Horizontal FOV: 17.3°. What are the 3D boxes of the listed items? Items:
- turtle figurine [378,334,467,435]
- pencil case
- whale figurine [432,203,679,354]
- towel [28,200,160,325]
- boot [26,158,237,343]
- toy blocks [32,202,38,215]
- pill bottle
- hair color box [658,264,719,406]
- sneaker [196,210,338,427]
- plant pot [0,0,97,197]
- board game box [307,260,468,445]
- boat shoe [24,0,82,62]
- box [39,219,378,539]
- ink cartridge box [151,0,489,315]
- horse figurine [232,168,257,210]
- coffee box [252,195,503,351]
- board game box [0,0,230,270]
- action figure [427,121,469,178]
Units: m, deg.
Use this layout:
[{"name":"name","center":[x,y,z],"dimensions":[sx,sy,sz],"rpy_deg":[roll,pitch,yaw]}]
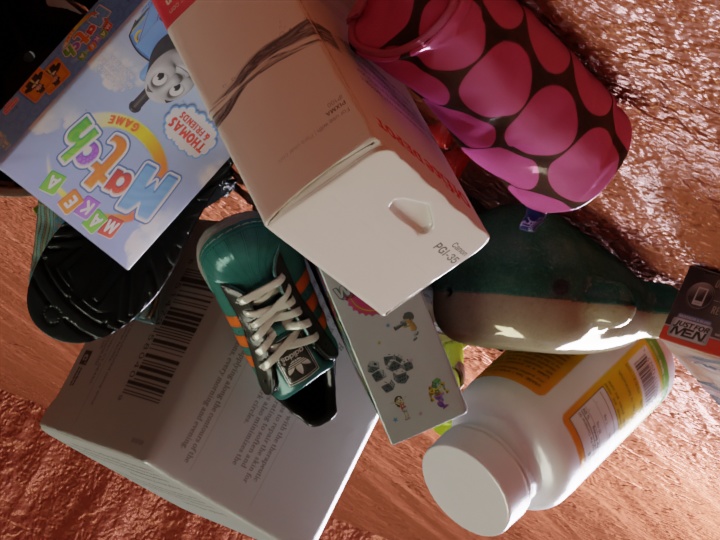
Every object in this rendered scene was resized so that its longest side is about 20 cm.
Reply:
[{"name":"turtle figurine","center":[0.076,0.050,1.872],"dimensions":[0.199,0.162,0.065],"rpy_deg":[16,147,11]},{"name":"pencil case","center":[0.071,-0.107,1.349],"dimensions":[0.093,0.091,0.200],"rpy_deg":[11,159,41]},{"name":"whale figurine","center":[0.148,0.008,1.694],"dimensions":[0.199,0.105,0.159],"rpy_deg":[4,178,-27]},{"name":"towel","center":[-0.198,-0.069,1.790],"dimensions":[0.146,0.202,0.022],"rpy_deg":[12,-170,43]},{"name":"boot","center":[-0.146,-0.035,1.599],"dimensions":[0.076,0.201,0.168],"rpy_deg":[36,176,-3]},{"name":"toy blocks","center":[-0.231,-0.096,1.906],"dimensions":[0.200,0.100,0.137],"rpy_deg":[51,170,9]},{"name":"pill bottle","center":[0.138,0.108,1.772],"dimensions":[0.111,0.200,0.112],"rpy_deg":[29,140,28]},{"name":"hair color box","center":[0.304,0.075,1.688],"dimensions":[0.110,0.064,0.200],"rpy_deg":[17,164,35]},{"name":"sneaker","center":[-0.053,0.036,1.629],"dimensions":[0.080,0.071,0.200],"rpy_deg":[62,179,35]},{"name":"plant pot","center":[-0.221,-0.138,1.573],"dimensions":[0.199,0.201,0.198],"rpy_deg":[25,175,-1]},{"name":"board game box","center":[0.000,0.000,1.639],"dimensions":[0.148,0.064,0.201],"rpy_deg":[-123,10,-70]},{"name":"boat shoe","center":[-0.271,-0.188,1.709],"dimensions":[0.071,0.068,0.200],"rpy_deg":[11,161,48]},{"name":"box","center":[-0.102,0.084,1.822],"dimensions":[0.171,0.200,0.200],"rpy_deg":[33,168,-29]},{"name":"ink cartridge box","center":[-0.026,-0.092,1.341],"dimensions":[0.146,0.083,0.201],"rpy_deg":[38,-160,-53]},{"name":"horse figurine","center":[-0.142,-0.102,1.838],"dimensions":[0.133,0.050,0.200],"rpy_deg":[46,165,-26]},{"name":"coffee box","center":[0.022,-0.015,1.818],"dimensions":[0.199,0.080,0.114],"rpy_deg":[15,164,39]},{"name":"board game box","center":[-0.121,-0.112,1.435],"dimensions":[0.037,0.200,0.151],"rpy_deg":[43,180,36]},{"name":"action figure","center":[-0.019,-0.118,1.556],"dimensions":[0.199,0.052,0.065],"rpy_deg":[19,162,22]}]
